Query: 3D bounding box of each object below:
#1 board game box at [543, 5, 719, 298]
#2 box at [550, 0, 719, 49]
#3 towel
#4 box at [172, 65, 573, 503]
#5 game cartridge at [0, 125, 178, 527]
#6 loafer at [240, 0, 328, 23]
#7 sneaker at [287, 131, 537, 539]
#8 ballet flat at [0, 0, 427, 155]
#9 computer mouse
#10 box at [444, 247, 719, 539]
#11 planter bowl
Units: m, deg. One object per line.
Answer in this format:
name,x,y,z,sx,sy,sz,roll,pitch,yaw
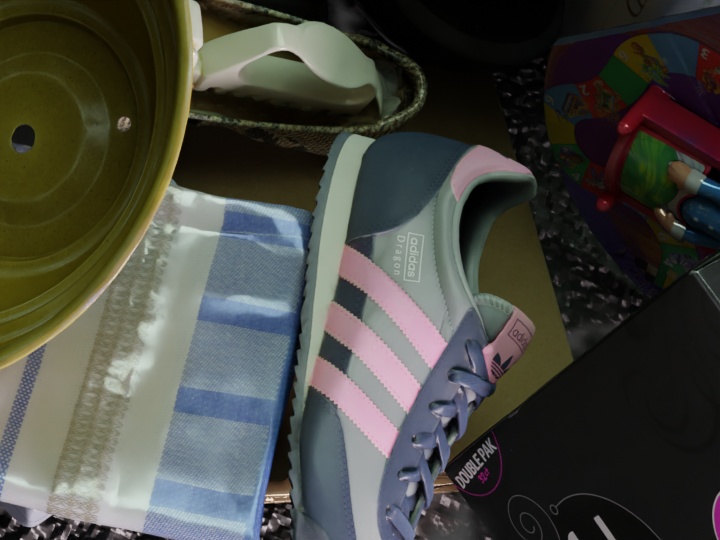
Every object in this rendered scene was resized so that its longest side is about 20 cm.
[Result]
board game box,0.144,-0.023,0.924,0.039,0.200,0.158,-46,114,-33
box,0.191,-0.181,1.052,0.200,0.199,0.171,-8,60,-23
towel,-0.120,0.016,0.855,0.200,0.024,0.147,14,57,-3
box,0.000,0.000,0.968,0.163,0.021,0.200,-1,57,-20
game cartridge,-0.136,-0.010,0.903,0.133,0.041,0.200,-36,71,-25
loafer,-0.110,-0.141,0.992,0.200,0.073,0.071,12,65,-25
sneaker,0.021,0.042,0.868,0.082,0.070,0.200,1,73,12
ballet flat,-0.058,-0.084,0.911,0.200,0.075,0.068,7,80,-36
computer mouse,0.024,-0.161,1.050,0.138,0.053,0.200,-8,61,-29
box,0.151,0.069,0.848,0.124,0.200,0.149,-32,82,-31
planter bowl,-0.132,-0.052,0.810,0.200,0.083,0.201,-4,79,20
